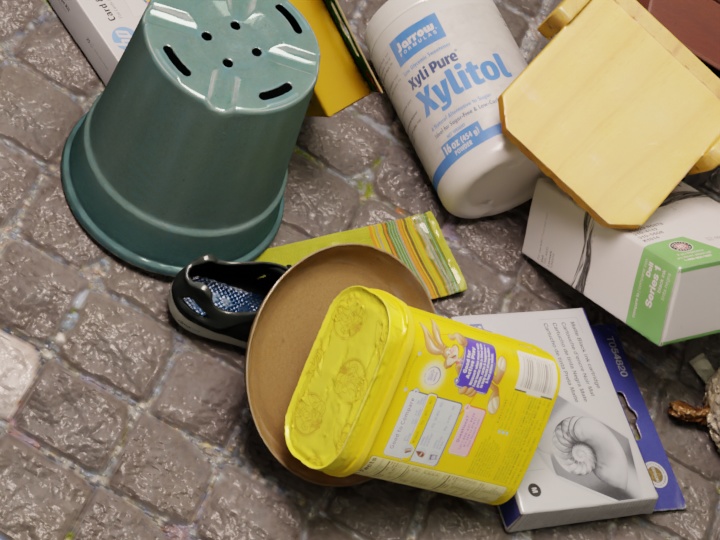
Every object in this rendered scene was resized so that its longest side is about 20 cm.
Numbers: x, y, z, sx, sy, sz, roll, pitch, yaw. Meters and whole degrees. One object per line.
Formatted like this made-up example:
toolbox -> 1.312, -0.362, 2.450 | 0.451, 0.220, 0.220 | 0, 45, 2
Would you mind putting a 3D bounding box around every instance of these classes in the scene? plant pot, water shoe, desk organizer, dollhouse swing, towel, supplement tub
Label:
plant pot -> -0.131, -0.131, 1.657 | 0.200, 0.196, 0.200 | 12, 51, -15
water shoe -> -0.059, 0.036, 1.657 | 0.200, 0.079, 0.072 | 9, 65, -17
desk organizer -> 0.340, -0.205, 1.915 | 0.200, 0.072, 0.077 | 28, 57, -17
dollhouse swing -> 0.225, -0.142, 1.821 | 0.200, 0.182, 0.176 | 42, 88, -2
plant pot -> -0.017, 0.077, 1.635 | 0.200, 0.027, 0.200 | -2, 94, -37
towel -> 0.000, 0.000, 1.765 | 0.200, 0.018, 0.086 | -13, 64, -34
supplement tub -> 0.099, -0.162, 1.860 | 0.132, 0.132, 0.200 | -11, 63, -34

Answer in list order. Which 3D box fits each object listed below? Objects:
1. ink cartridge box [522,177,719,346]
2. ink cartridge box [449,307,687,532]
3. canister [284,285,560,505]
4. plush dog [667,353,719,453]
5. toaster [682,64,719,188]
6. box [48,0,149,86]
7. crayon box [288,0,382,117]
ink cartridge box -> 0.267, -0.020, 1.820 | 0.146, 0.084, 0.200 | -11, 32, -35
ink cartridge box -> 0.187, 0.127, 1.760 | 0.200, 0.041, 0.200 | -3, 59, -30
canister -> 0.054, 0.107, 1.610 | 0.200, 0.149, 0.087 | 18, 8, -38
plush dog -> 0.386, 0.104, 1.796 | 0.160, 0.172, 0.200 | 17, 52, -17
toaster -> 0.296, -0.162, 1.982 | 0.200, 0.114, 0.129 | 26, 53, -15
box -> -0.188, -0.262, 1.836 | 0.200, 0.041, 0.156 | -22, 70, -37
crayon box -> -0.056, -0.200, 1.737 | 0.051, 0.200, 0.127 | -31, 103, -13
